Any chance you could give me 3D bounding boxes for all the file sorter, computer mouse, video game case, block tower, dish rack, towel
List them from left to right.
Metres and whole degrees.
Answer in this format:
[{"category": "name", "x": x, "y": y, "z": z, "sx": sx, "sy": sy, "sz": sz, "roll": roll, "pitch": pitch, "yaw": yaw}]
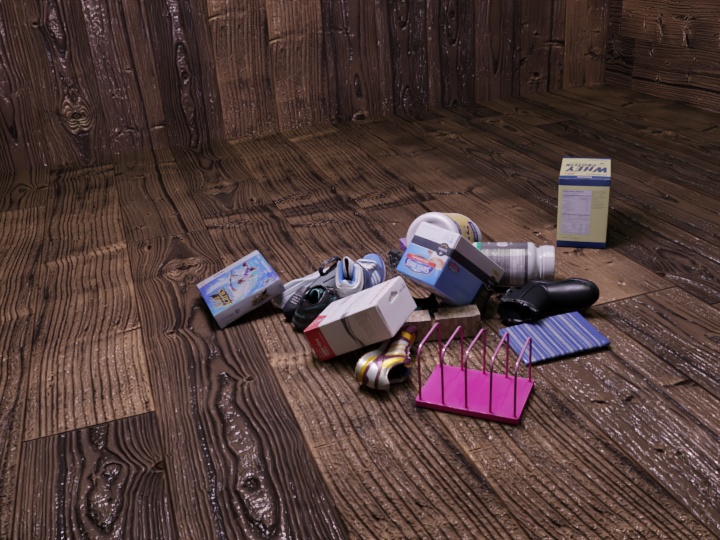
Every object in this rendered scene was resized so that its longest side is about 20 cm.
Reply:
[{"category": "video game case", "x": -0.299, "y": 0.042, "z": 1.910, "sx": 0.181, "sy": 0.045, "sz": 0.200, "roll": -32, "pitch": 30, "yaw": -10}, {"category": "computer mouse", "x": -0.111, "y": 0.042, "z": 1.857, "sx": 0.034, "sy": 0.059, "sz": 0.200, "roll": 34, "pitch": 74, "yaw": 29}, {"category": "dish rack", "x": 0.054, "y": 0.006, "z": 1.992, "sx": 0.200, "sy": 0.055, "sz": 0.153, "roll": -19, "pitch": 27, "yaw": -26}, {"category": "block tower", "x": 0.165, "y": 0.120, "z": 1.718, "sx": 0.200, "sy": 0.058, "sz": 0.054, "roll": -7, "pitch": 24, "yaw": -1}, {"category": "file sorter", "x": 0.220, "y": 0.187, "z": 1.475, "sx": 0.200, "sy": 0.126, "sz": 0.139, "roll": 7, "pitch": 26, "yaw": 23}, {"category": "towel", "x": 0.416, "y": 0.147, "z": 1.664, "sx": 0.200, "sy": 0.024, "sz": 0.145, "roll": -12, "pitch": 27, "yaw": -12}]

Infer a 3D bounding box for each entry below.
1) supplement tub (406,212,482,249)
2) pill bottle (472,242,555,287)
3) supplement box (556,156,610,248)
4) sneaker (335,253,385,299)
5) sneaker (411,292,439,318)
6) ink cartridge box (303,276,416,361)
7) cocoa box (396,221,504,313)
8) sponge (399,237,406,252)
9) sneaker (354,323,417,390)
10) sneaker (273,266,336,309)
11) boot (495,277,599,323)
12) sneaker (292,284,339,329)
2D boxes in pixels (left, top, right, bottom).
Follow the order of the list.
[{"category": "supplement tub", "x": 0.220, "y": -0.076, "z": 1.983, "sx": 0.145, "sy": 0.146, "sz": 0.200, "roll": 10, "pitch": 8, "yaw": 29}, {"category": "pill bottle", "x": 0.376, "y": -0.014, "z": 1.909, "sx": 0.200, "sy": 0.113, "sz": 0.113, "roll": 1, "pitch": 25, "yaw": 10}, {"category": "supplement box", "x": 0.624, "y": -0.193, "z": 2.156, "sx": 0.134, "sy": 0.200, "sz": 0.200, "roll": 4, "pitch": 26, "yaw": 16}, {"category": "sneaker", "x": 0.000, "y": 0.000, "z": 1.826, "sx": 0.080, "sy": 0.147, "sz": 0.200, "roll": 5, "pitch": 50, "yaw": 20}, {"category": "sneaker", "x": 0.082, "y": 0.088, "z": 1.768, "sx": 0.200, "sy": 0.080, "sz": 0.071, "roll": -5, "pitch": 25, "yaw": -1}, {"category": "ink cartridge box", "x": 0.001, "y": 0.104, "z": 1.651, "sx": 0.200, "sy": 0.083, "sz": 0.147, "roll": -22, "pitch": 13, "yaw": 34}, {"category": "cocoa box", "x": 0.207, "y": 0.000, "z": 1.772, "sx": 0.133, "sy": 0.131, "sz": 0.200, "roll": 25, "pitch": -6, "yaw": 47}, {"category": "sponge", "x": 0.222, "y": -0.075, "z": 2.167, "sx": 0.200, "sy": 0.030, "sz": 0.112, "roll": -11, "pitch": 25, "yaw": -14}, {"category": "sneaker", "x": 0.077, "y": 0.183, "z": 1.585, "sx": 0.090, "sy": 0.075, "sz": 0.200, "roll": 22, "pitch": 40, "yaw": 30}, {"category": "sneaker", "x": -0.127, "y": 0.048, "z": 1.927, "sx": 0.200, "sy": 0.073, "sz": 0.071, "roll": -21, "pitch": -3, "yaw": -21}, {"category": "boot", "x": 0.419, "y": 0.070, "z": 1.749, "sx": 0.198, "sy": 0.073, "sz": 0.162, "roll": 4, "pitch": 18, "yaw": 39}, {"category": "sneaker", "x": -0.080, "y": 0.070, "z": 1.831, "sx": 0.075, "sy": 0.079, "sz": 0.200, "roll": 24, "pitch": 35, "yaw": 28}]
